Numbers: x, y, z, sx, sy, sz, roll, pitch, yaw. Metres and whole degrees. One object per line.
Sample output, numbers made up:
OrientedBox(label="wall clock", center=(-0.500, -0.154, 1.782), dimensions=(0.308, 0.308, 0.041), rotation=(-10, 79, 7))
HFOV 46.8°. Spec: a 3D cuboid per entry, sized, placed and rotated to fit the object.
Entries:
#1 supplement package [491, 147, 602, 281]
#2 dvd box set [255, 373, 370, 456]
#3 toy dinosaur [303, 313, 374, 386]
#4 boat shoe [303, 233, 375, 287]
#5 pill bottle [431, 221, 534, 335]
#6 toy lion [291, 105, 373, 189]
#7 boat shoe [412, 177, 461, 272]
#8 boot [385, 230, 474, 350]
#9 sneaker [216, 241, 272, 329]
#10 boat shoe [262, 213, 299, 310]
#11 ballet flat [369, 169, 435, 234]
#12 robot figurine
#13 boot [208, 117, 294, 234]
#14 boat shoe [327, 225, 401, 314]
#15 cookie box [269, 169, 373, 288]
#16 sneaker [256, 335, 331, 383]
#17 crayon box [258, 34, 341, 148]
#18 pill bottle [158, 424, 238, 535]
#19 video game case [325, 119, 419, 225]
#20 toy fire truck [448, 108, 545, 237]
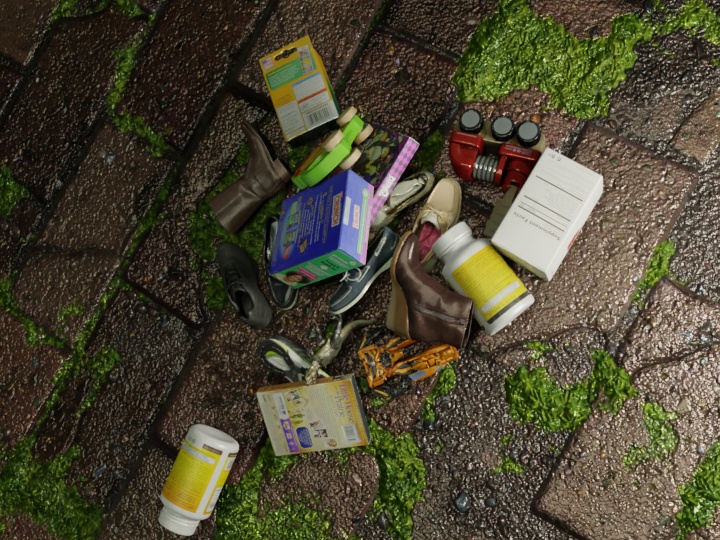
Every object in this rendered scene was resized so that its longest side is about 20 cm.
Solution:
OrientedBox(label="supplement package", center=(0.348, -0.101, 1.543), dimensions=(0.119, 0.121, 0.201), rotation=(31, 91, 18))
OrientedBox(label="dvd box set", center=(-0.091, 0.283, 1.625), dimensions=(0.198, 0.029, 0.148), rotation=(-11, 109, 15))
OrientedBox(label="toy dinosaur", center=(-0.058, 0.132, 1.607), dimensions=(0.047, 0.089, 0.200), rotation=(16, 50, 46))
OrientedBox(label="boat shoe", center=(-0.056, -0.019, 1.681), dimensions=(0.198, 0.071, 0.065), rotation=(-17, 72, 3))
OrientedBox(label="pill bottle", center=(0.223, 0.011, 1.558), dimensions=(0.111, 0.111, 0.201), rotation=(-39, 79, 7))
OrientedBox(label="toy lion", center=(-0.071, -0.224, 1.647), dimensions=(0.069, 0.201, 0.191), rotation=(44, 120, -14))
OrientedBox(label="boat shoe", center=(0.144, -0.090, 1.629), dimensions=(0.073, 0.069, 0.202), rotation=(18, 87, 18))
OrientedBox(label="boot", center=(0.136, 0.036, 1.542), dimensions=(0.165, 0.072, 0.202), rotation=(11, 97, 28))
OrientedBox(label="sneaker", center=(-0.248, 0.024, 1.716), dimensions=(0.076, 0.091, 0.201), rotation=(-33, 72, 11))
OrientedBox(label="boat shoe", center=(-0.169, -0.021, 1.712), dimensions=(0.074, 0.066, 0.202), rotation=(-2, 81, 16))
OrientedBox(label="ballet flat", center=(0.059, -0.139, 1.659), dimensions=(0.199, 0.075, 0.068), rotation=(-34, 79, 9))
OrientedBox(label="robot figurine", center=(0.082, 0.160, 1.612), dimensions=(0.198, 0.058, 0.146), rotation=(-25, 73, 11))
OrientedBox(label="boot", center=(-0.263, -0.199, 1.776), dimensions=(0.200, 0.064, 0.187), rotation=(-41, 70, 12))
OrientedBox(label="boat shoe", center=(0.000, 0.000, 1.605), dimensions=(0.062, 0.075, 0.200), rotation=(38, 105, -26))
OrientedBox(label="cookie box", center=(-0.074, -0.075, 1.587), dimensions=(0.199, 0.075, 0.173), rotation=(-19, 54, 43))
OrientedBox(label="sneaker", center=(-0.110, 0.193, 1.657), dimensions=(0.200, 0.081, 0.074), rotation=(40, 114, -1))
OrientedBox(label="crayon box", center=(-0.125, -0.379, 1.765), dimensions=(0.125, 0.052, 0.202), rotation=(-22, 76, 12))
OrientedBox(label="pill bottle", center=(-0.329, 0.420, 1.666), dimensions=(0.108, 0.109, 0.202), rotation=(23, 88, 18))
OrientedBox(label="video game case", center=(0.008, -0.192, 1.658), dimensions=(0.201, 0.036, 0.181), rotation=(-58, 38, 2))
OrientedBox(label="toy fire truck", center=(0.249, -0.182, 1.599), dimensions=(0.174, 0.129, 0.202), rotation=(15, 76, 18))
